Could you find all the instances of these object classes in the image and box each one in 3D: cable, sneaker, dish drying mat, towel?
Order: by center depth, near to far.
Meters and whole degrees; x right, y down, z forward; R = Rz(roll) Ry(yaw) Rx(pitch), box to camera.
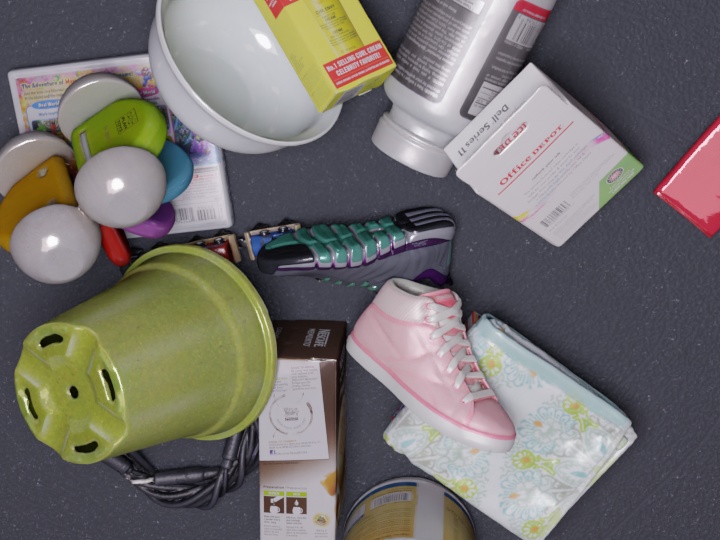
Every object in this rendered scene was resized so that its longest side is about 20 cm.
[{"bbox_3d":[0.079,0.081,1.245,0.200,0.075,0.105,38,111,29],"label":"sneaker"},{"bbox_3d":[0.378,-0.129,1.274,0.077,0.018,0.200,37,107,-7],"label":"dish drying mat"},{"bbox_3d":[0.000,0.000,1.296,0.200,0.074,0.088,-10,116,-10],"label":"sneaker"},{"bbox_3d":[0.150,0.161,1.314,0.200,0.048,0.171,36,105,-6],"label":"towel"},{"bbox_3d":[-0.176,0.168,1.387,0.200,0.051,0.163,-39,101,13],"label":"cable"}]

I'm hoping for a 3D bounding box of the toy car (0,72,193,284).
[{"bbox_3d":[-0.244,-0.072,1.252,0.200,0.175,0.150,-39,135,14],"label":"toy car"}]

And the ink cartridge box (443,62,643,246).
[{"bbox_3d":[0.160,-0.110,1.209,0.117,0.067,0.200,-44,142,14],"label":"ink cartridge box"}]

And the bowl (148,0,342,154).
[{"bbox_3d":[-0.121,-0.184,1.222,0.201,0.201,0.090,47,134,-10],"label":"bowl"}]

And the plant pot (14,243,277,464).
[{"bbox_3d":[-0.211,0.089,1.224,0.200,0.184,0.201,8,105,30],"label":"plant pot"}]

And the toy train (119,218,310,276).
[{"bbox_3d":[-0.148,-0.019,1.329,0.200,0.046,0.034,-10,106,7],"label":"toy train"}]

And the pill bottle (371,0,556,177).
[{"bbox_3d":[0.090,-0.192,1.225,0.111,0.111,0.200,26,107,-4],"label":"pill bottle"}]

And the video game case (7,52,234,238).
[{"bbox_3d":[-0.237,-0.122,1.316,0.200,0.024,0.182,-6,106,7],"label":"video game case"}]

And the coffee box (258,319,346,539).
[{"bbox_3d":[-0.058,0.163,1.344,0.080,0.114,0.200,2,108,4],"label":"coffee box"}]

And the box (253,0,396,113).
[{"bbox_3d":[-0.052,-0.249,1.206,0.075,0.050,0.200,-27,85,-25],"label":"box"}]

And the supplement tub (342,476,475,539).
[{"bbox_3d":[0.047,0.314,1.337,0.144,0.200,0.145,1,107,4],"label":"supplement tub"}]

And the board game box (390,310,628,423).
[{"bbox_3d":[0.154,0.160,1.363,0.200,0.046,0.152,34,106,-6],"label":"board game box"}]
